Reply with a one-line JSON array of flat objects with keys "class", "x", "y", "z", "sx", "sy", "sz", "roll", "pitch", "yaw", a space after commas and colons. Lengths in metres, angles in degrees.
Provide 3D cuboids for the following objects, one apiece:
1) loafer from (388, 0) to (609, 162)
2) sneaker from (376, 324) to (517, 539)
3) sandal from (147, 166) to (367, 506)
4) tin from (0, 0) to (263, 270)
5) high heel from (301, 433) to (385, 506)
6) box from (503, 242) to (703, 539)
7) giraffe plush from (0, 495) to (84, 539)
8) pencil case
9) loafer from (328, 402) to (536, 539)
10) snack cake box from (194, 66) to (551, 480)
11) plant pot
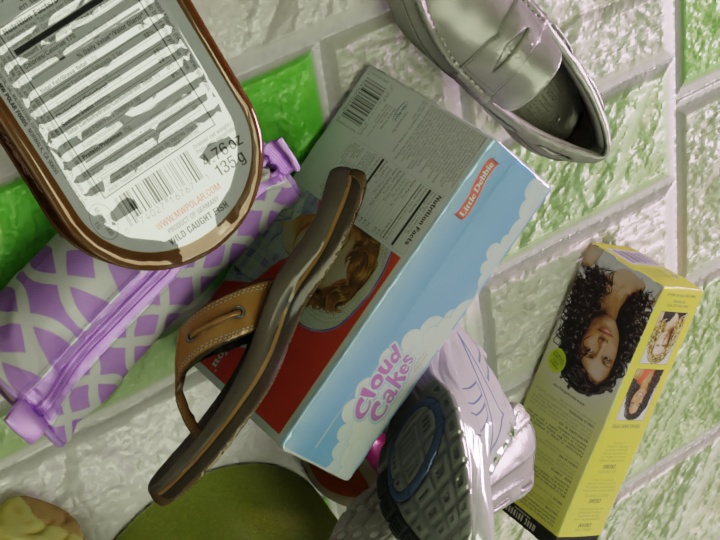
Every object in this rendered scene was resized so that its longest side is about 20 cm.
[{"class": "loafer", "x": 0.083, "y": -0.126, "z": 0.958, "sx": 0.070, "sy": 0.070, "sz": 0.200, "roll": -53, "pitch": 135, "yaw": 0}, {"class": "sneaker", "x": 0.056, "y": 0.089, "z": 0.959, "sx": 0.087, "sy": 0.201, "sz": 0.075, "roll": 27, "pitch": 124, "yaw": -27}, {"class": "sandal", "x": -0.061, "y": 0.027, "z": 0.871, "sx": 0.054, "sy": 0.082, "sz": 0.201, "roll": 29, "pitch": 84, "yaw": -4}, {"class": "tin", "x": -0.122, "y": -0.092, "z": 0.792, "sx": 0.112, "sy": 0.042, "sz": 0.201, "roll": -36, "pitch": 107, "yaw": -16}, {"class": "high heel", "x": 0.024, "y": 0.121, "z": 1.090, "sx": 0.096, "sy": 0.067, "sz": 0.200, "roll": -57, "pitch": 139, "yaw": -30}, {"class": "box", "x": 0.158, "y": 0.087, "z": 1.154, "sx": 0.050, "sy": 0.075, "sz": 0.201, "roll": 5, "pitch": 111, "yaw": -43}, {"class": "giraffe plush", "x": -0.201, "y": 0.248, "z": 0.919, "sx": 0.199, "sy": 0.173, "sz": 0.163, "roll": -19, "pitch": 149, "yaw": -45}, {"class": "pencil case", "x": -0.115, "y": -0.001, "z": 0.873, "sx": 0.200, "sy": 0.085, "sz": 0.084, "roll": -47, "pitch": 126, "yaw": -6}, {"class": "loafer", "x": 0.050, "y": 0.146, "z": 1.014, "sx": 0.200, "sy": 0.070, "sz": 0.070, "roll": -32, "pitch": 108, "yaw": -47}, {"class": "snack cake box", "x": 0.000, "y": 0.000, "z": 0.944, "sx": 0.200, "sy": 0.115, "sz": 0.067, "roll": -55, "pitch": 137, "yaw": 2}, {"class": "plant pot", "x": -0.041, "y": 0.245, "z": 0.997, "sx": 0.186, "sy": 0.200, "sz": 0.188, "roll": -19, "pitch": 126, "yaw": -29}]
